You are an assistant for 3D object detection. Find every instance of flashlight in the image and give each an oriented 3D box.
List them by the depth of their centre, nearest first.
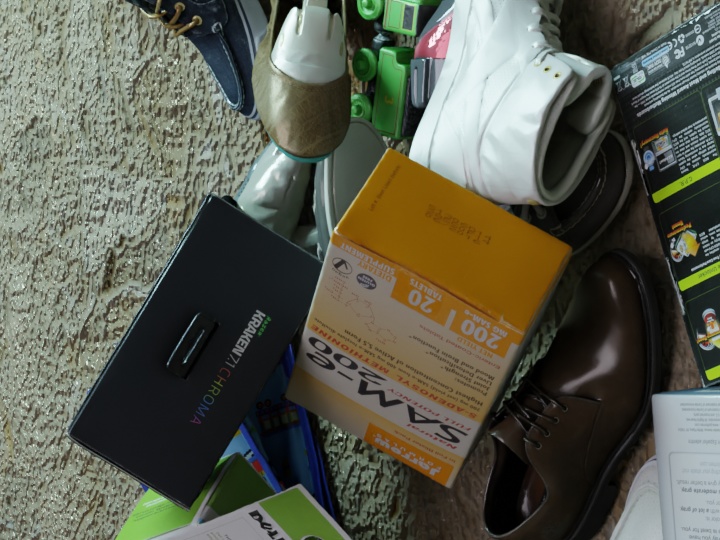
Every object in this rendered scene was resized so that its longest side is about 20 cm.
[{"bbox_3d":[0.065,-0.200,1.311,0.068,0.067,0.202,-20,-69,-83],"label":"flashlight"}]

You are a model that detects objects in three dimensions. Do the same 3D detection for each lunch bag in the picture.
[{"bbox_3d":[-0.095,0.148,1.549,0.150,0.094,0.201,-27,83,48],"label":"lunch bag"}]

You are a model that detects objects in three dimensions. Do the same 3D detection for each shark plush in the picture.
[{"bbox_3d":[-0.075,-0.021,1.538,0.201,0.090,0.084,111,162,-50],"label":"shark plush"}]

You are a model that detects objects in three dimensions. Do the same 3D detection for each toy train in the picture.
[{"bbox_3d":[0.029,-0.182,1.378,0.056,0.042,0.202,19,109,40],"label":"toy train"}]

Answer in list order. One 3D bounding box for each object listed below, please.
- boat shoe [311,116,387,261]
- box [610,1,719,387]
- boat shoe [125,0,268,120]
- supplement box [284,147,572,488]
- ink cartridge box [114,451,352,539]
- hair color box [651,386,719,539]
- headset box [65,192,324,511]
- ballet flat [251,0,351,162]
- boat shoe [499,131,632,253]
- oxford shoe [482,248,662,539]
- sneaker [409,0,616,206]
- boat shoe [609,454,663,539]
[{"bbox_3d":[0.000,0.000,1.399,0.057,0.067,0.202,-5,101,55],"label":"boat shoe"},{"bbox_3d":[0.235,-0.058,1.118,0.200,0.047,0.195,-31,72,49],"label":"box"},{"bbox_3d":[-0.129,-0.194,1.509,0.071,0.090,0.202,-7,104,63],"label":"boat shoe"},{"bbox_3d":[0.036,0.034,1.264,0.125,0.074,0.200,28,148,7],"label":"supplement box"},{"bbox_3d":[-0.052,0.197,1.440,0.199,0.076,0.148,-25,114,40],"label":"ink cartridge box"},{"bbox_3d":[0.221,0.164,1.149,0.099,0.060,0.202,-5,90,53],"label":"hair color box"},{"bbox_3d":[-0.103,0.052,1.346,0.175,0.092,0.200,-59,3,-3],"label":"headset box"},{"bbox_3d":[-0.032,-0.155,1.382,0.201,0.067,0.073,-85,8,-52],"label":"ballet flat"},{"bbox_3d":[0.085,-0.031,1.293,0.200,0.057,0.067,-28,72,50],"label":"boat shoe"},{"bbox_3d":[0.122,0.082,1.249,0.073,0.084,0.201,38,121,45],"label":"oxford shoe"},{"bbox_3d":[0.109,-0.127,1.230,0.115,0.073,0.202,5,74,44],"label":"sneaker"},{"bbox_3d":[0.151,0.205,1.223,0.074,0.086,0.204,29,117,47],"label":"boat shoe"}]
